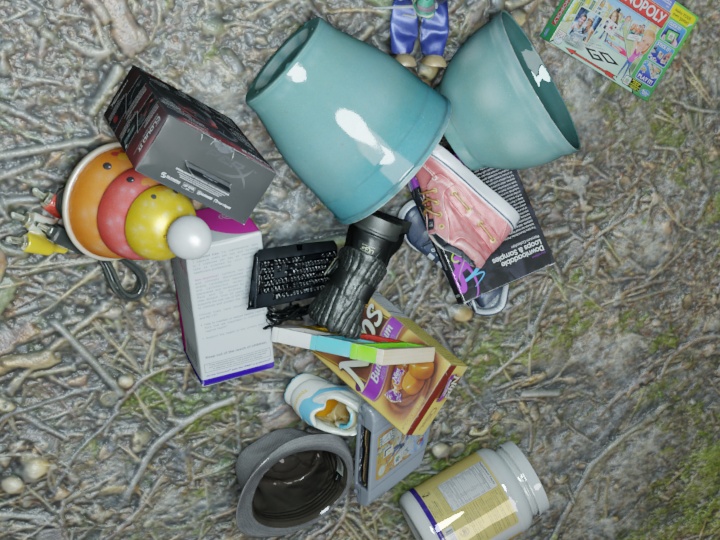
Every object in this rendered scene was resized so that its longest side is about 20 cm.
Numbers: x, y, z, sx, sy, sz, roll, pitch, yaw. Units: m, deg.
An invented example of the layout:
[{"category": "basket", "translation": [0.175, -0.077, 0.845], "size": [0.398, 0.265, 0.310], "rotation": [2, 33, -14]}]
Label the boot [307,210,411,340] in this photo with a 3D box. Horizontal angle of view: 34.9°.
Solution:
[{"category": "boot", "translation": [-0.002, -0.001, 1.462], "size": [0.079, 0.211, 0.158], "rotation": [21, 97, 6]}]

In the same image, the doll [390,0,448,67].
[{"category": "doll", "translation": [0.084, -0.354, 1.405], "size": [0.136, 0.048, 0.201], "rotation": [-1, 111, -13]}]

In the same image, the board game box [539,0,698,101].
[{"category": "board game box", "translation": [0.353, -0.331, 1.553], "size": [0.200, 0.029, 0.135], "rotation": [22, 107, -32]}]

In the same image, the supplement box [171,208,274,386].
[{"category": "supplement box", "translation": [-0.179, 0.029, 1.459], "size": [0.103, 0.101, 0.201], "rotation": [-14, 122, -17]}]

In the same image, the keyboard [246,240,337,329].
[{"category": "keyboard", "translation": [-0.074, 0.019, 1.464], "size": [0.200, 0.040, 0.105], "rotation": [-11, 111, -60]}]

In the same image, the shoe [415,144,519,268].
[{"category": "shoe", "translation": [0.104, -0.092, 1.474], "size": [0.200, 0.071, 0.091], "rotation": [39, 81, -3]}]

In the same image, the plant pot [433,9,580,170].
[{"category": "plant pot", "translation": [0.172, -0.209, 1.453], "size": [0.134, 0.201, 0.200], "rotation": [-28, 128, 20]}]

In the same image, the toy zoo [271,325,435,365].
[{"category": "toy zoo", "translation": [-0.022, 0.092, 1.469], "size": [0.131, 0.199, 0.021], "rotation": [4, 95, -57]}]

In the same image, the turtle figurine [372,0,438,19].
[{"category": "turtle figurine", "translation": [0.061, -0.363, 1.327], "size": [0.199, 0.101, 0.150], "rotation": [-24, 107, 3]}]

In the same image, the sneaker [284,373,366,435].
[{"category": "sneaker", "translation": [-0.011, 0.204, 1.640], "size": [0.199, 0.081, 0.077], "rotation": [11, 111, -35]}]

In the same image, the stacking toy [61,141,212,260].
[{"category": "stacking toy", "translation": [-0.234, -0.059, 1.313], "size": [0.146, 0.200, 0.147], "rotation": [-22, 122, -40]}]

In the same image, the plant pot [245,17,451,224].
[{"category": "plant pot", "translation": [-0.026, -0.192, 1.365], "size": [0.188, 0.200, 0.200], "rotation": [41, 95, -20]}]

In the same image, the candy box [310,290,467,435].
[{"category": "candy box", "translation": [0.033, 0.116, 1.542], "size": [0.056, 0.200, 0.117], "rotation": [13, 112, -56]}]

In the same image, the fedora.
[{"category": "fedora", "translation": [-0.108, 0.288, 1.635], "size": [0.199, 0.090, 0.177], "rotation": [-5, 121, -35]}]

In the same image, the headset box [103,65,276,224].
[{"category": "headset box", "translation": [-0.194, -0.141, 1.301], "size": [0.148, 0.200, 0.075], "rotation": [26, 103, -34]}]

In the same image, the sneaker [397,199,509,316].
[{"category": "sneaker", "translation": [0.134, -0.014, 1.573], "size": [0.070, 0.109, 0.200], "rotation": [-43, 125, 2]}]

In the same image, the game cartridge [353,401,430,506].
[{"category": "game cartridge", "translation": [0.049, 0.237, 1.652], "size": [0.133, 0.041, 0.201], "rotation": [-28, 137, -33]}]

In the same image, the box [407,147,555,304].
[{"category": "box", "translation": [0.158, -0.072, 1.536], "size": [0.143, 0.036, 0.201], "rotation": [-22, 87, -12]}]

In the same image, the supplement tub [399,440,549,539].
[{"category": "supplement tub", "translation": [0.176, 0.366, 1.774], "size": [0.200, 0.145, 0.146], "rotation": [-28, 124, -9]}]

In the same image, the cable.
[{"category": "cable", "translation": [-0.334, -0.037, 1.404], "size": [0.200, 0.050, 0.097], "rotation": [35, 82, -46]}]
